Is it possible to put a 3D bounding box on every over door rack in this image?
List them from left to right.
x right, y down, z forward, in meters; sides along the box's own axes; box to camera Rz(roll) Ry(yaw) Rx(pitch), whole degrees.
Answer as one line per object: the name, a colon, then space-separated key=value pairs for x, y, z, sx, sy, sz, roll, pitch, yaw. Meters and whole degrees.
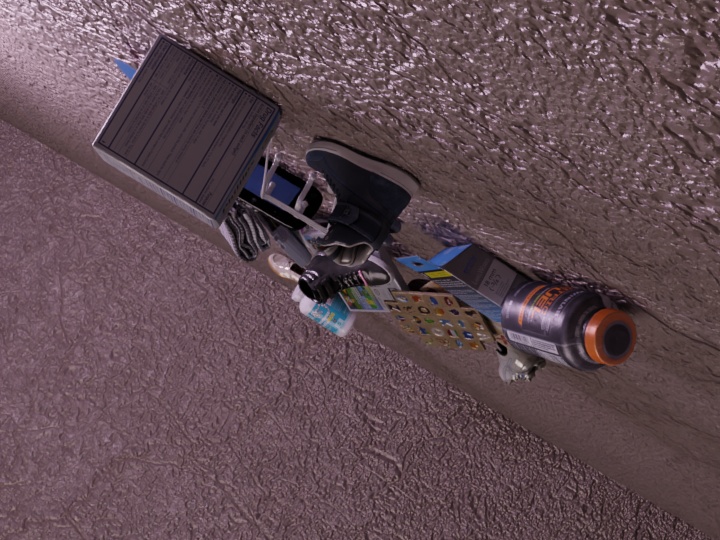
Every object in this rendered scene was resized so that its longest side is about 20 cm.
over door rack: x=-0.089 y=-0.144 z=1.584 sx=0.146 sy=0.067 sz=0.201 roll=30 pitch=159 yaw=8

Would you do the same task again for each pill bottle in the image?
pill bottle: x=-0.108 y=0.107 z=2.978 sx=0.198 sy=0.112 sz=0.111 roll=32 pitch=172 yaw=-12
pill bottle: x=0.288 y=0.077 z=1.354 sx=0.106 sy=0.107 sz=0.199 roll=34 pitch=171 yaw=-25

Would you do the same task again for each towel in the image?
towel: x=-0.266 y=-0.124 z=1.945 sx=0.166 sy=0.085 sz=0.201 roll=51 pitch=172 yaw=28

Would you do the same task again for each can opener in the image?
can opener: x=0.007 y=-0.071 z=1.678 sx=0.066 sy=0.053 sz=0.199 roll=35 pitch=171 yaw=-21

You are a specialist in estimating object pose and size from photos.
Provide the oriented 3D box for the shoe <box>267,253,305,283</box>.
shoe: x=-0.180 y=0.004 z=2.856 sx=0.198 sy=0.070 sz=0.054 roll=34 pitch=130 yaw=8

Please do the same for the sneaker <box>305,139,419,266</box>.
sneaker: x=-0.031 y=-0.092 z=1.362 sx=0.201 sy=0.148 sz=0.077 roll=25 pitch=173 yaw=41

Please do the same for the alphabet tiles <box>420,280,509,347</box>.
alphabet tiles: x=0.207 y=0.070 z=1.745 sx=0.198 sy=0.006 sz=0.166 roll=34 pitch=151 yaw=-11

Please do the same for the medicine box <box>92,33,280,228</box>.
medicine box: x=-0.240 y=-0.191 z=1.381 sx=0.198 sy=0.184 sz=0.103 roll=31 pitch=173 yaw=-3

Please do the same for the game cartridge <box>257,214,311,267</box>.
game cartridge: x=-0.175 y=-0.099 z=2.013 sx=0.201 sy=0.040 sz=0.134 roll=52 pitch=179 yaw=30

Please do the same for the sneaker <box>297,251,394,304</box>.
sneaker: x=-0.031 y=0.022 z=1.808 sx=0.197 sy=0.100 sz=0.071 roll=6 pitch=135 yaw=39

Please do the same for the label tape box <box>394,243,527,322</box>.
label tape box: x=0.165 y=0.005 z=1.518 sx=0.198 sy=0.064 sz=0.144 roll=32 pitch=172 yaw=-10

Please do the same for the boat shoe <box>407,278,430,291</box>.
boat shoe: x=0.171 y=0.057 z=1.834 sx=0.198 sy=0.073 sz=0.072 roll=27 pitch=159 yaw=22

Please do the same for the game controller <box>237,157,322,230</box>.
game controller: x=-0.165 y=-0.144 z=1.706 sx=0.198 sy=0.105 sz=0.042 roll=30 pitch=133 yaw=6

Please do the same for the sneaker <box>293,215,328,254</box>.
sneaker: x=-0.036 y=-0.036 z=1.957 sx=0.199 sy=0.079 sz=0.139 roll=35 pitch=172 yaw=-31

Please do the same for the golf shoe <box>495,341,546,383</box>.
golf shoe: x=0.320 y=0.180 z=2.064 sx=0.097 sy=0.078 sz=0.200 roll=47 pitch=166 yaw=1

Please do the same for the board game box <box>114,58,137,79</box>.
board game box: x=-0.303 y=-0.285 z=1.576 sx=0.199 sy=0.039 sz=0.158 roll=41 pitch=173 yaw=-28

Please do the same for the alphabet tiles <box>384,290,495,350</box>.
alphabet tiles: x=0.144 y=0.092 z=1.804 sx=0.197 sy=0.006 sz=0.167 roll=3 pitch=143 yaw=36

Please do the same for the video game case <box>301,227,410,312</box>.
video game case: x=0.000 y=0.000 z=1.864 sx=0.180 sy=0.022 sz=0.201 roll=0 pitch=131 yaw=45
